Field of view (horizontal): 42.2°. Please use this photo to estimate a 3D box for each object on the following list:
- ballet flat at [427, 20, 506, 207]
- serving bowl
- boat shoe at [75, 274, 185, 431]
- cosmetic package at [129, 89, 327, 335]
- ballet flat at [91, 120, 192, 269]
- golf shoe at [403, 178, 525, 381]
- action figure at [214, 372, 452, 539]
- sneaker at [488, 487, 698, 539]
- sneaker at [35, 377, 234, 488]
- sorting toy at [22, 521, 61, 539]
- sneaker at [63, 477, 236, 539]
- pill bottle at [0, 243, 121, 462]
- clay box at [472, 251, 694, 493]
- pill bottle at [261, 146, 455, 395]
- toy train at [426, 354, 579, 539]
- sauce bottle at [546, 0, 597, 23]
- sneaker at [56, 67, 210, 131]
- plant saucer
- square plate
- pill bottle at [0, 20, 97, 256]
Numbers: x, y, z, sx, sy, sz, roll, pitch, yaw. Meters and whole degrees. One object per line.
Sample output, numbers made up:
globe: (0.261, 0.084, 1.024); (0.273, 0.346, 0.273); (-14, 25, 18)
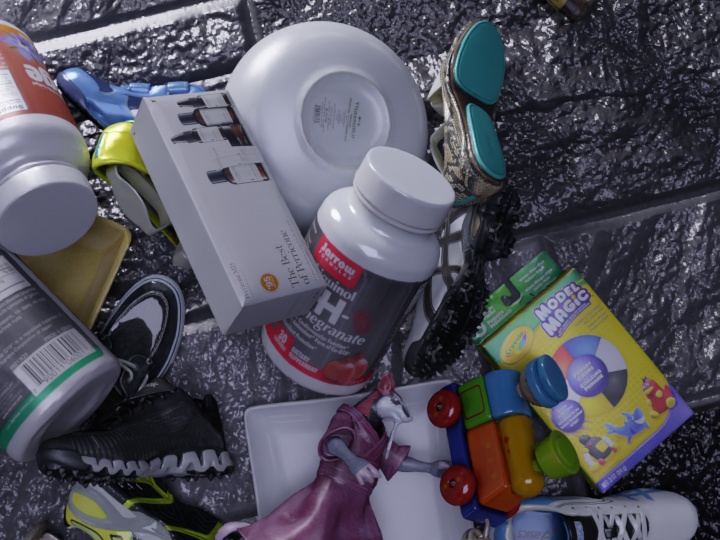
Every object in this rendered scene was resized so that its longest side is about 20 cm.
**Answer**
ballet flat: (0.093, -0.143, 0.859); (0.068, 0.075, 0.201); (26, 51, -31)
serving bowl: (-0.024, -0.130, 0.838); (0.198, 0.066, 0.202); (0, 89, -19)
boat shoe: (-0.220, 0.096, 0.844); (0.072, 0.071, 0.201); (26, 86, 0)
cosmetic package: (-0.109, -0.052, 0.754); (0.082, 0.051, 0.201); (-15, 67, -34)
ballet flat: (-0.160, -0.043, 0.825); (0.067, 0.067, 0.200); (-25, 119, 34)
golf shoe: (0.074, 0.003, 0.859); (0.094, 0.078, 0.201); (18, 73, 32)
action figure: (-0.012, 0.183, 0.822); (0.148, 0.134, 0.201); (6, 69, 41)
sneaker: (0.214, 0.239, 0.848); (0.198, 0.072, 0.073); (-5, 85, -3)
sneaker: (-0.192, 0.137, 0.804); (0.066, 0.199, 0.091); (-17, 72, 35)
sorting toy: (-0.240, 0.324, 0.776); (0.199, 0.180, 0.107); (35, 86, 1)
sneaker: (-0.180, 0.251, 0.846); (0.200, 0.075, 0.077); (41, 107, 4)
pill bottle: (-0.302, 0.048, 0.761); (0.200, 0.113, 0.113); (44, 86, 7)
clay box: (0.198, 0.090, 0.868); (0.115, 0.048, 0.200); (-40, 89, -3)
pill bottle: (0.000, 0.000, 0.795); (0.110, 0.111, 0.201); (29, 119, 0)
toy train: (0.133, 0.175, 0.780); (0.115, 0.084, 0.201); (-32, 50, 32)
sauce bottle: (0.153, -0.324, 0.883); (0.200, 0.065, 0.065); (44, 86, 0)
sneaker: (-0.181, -0.141, 0.861); (0.199, 0.074, 0.083); (28, 88, -9)
plant saucer: (-0.331, 0.023, 0.847); (0.198, 0.048, 0.201); (22, 79, 2)
square plate: (0.002, 0.212, 0.865); (0.198, 0.028, 0.200); (-7, 87, -2)
pill bottle: (-0.301, -0.114, 0.801); (0.112, 0.112, 0.201); (-32, 63, -3)
